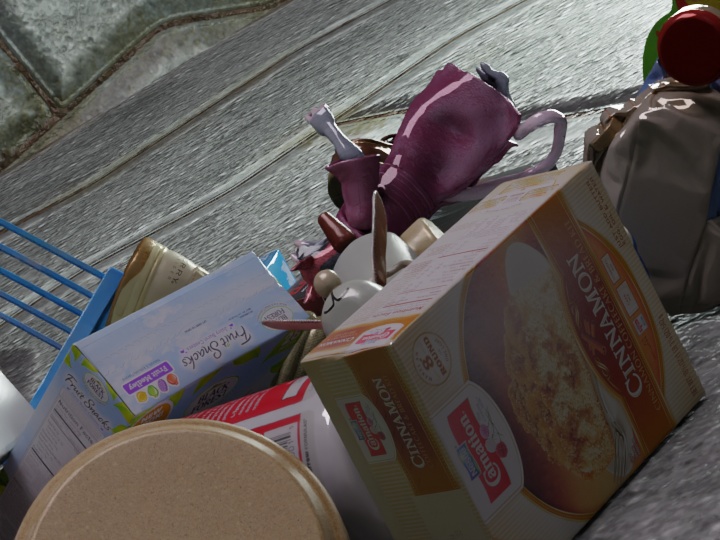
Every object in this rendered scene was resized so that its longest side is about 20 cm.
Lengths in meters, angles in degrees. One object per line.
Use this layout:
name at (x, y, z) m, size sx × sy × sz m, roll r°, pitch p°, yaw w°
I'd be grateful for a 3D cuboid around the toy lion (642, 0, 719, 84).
toy lion at (0.249, -0.136, 1.674) m, size 0.068 × 0.193 × 0.200 m, roll -24°, pitch 9°, yaw -29°

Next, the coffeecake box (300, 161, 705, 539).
coffeecake box at (0.081, 0.059, 1.393) m, size 0.073 × 0.154 × 0.200 m, roll -13°, pitch 21°, yaw 45°

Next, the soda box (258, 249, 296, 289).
soda box at (-0.097, 0.057, 1.944) m, size 0.067 × 0.064 × 0.200 m, roll -24°, pitch 14°, yaw 20°

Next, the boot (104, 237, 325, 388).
boot at (-0.108, 0.082, 1.791) m, size 0.073 × 0.154 × 0.201 m, roll -68°, pitch -2°, yaw -53°

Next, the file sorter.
file sorter at (-0.256, 0.068, 1.845) m, size 0.139 × 0.122 × 0.200 m, roll -62°, pitch -3°, yaw -23°

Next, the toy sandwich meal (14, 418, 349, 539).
toy sandwich meal at (-0.100, 0.176, 1.370) m, size 0.204 × 0.206 × 0.070 m, roll -31°, pitch -25°, yaw -12°

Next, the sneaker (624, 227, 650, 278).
sneaker at (0.101, 0.061, 1.539) m, size 0.200 × 0.089 × 0.079 m, roll -43°, pitch 46°, yaw 5°

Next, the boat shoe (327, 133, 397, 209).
boat shoe at (0.030, -0.073, 1.955) m, size 0.071 × 0.068 × 0.200 m, roll -9°, pitch -14°, yaw 24°

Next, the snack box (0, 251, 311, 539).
snack box at (-0.141, 0.097, 1.648) m, size 0.168 × 0.068 × 0.200 m, roll -29°, pitch -21°, yaw -44°

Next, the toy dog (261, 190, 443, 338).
toy dog at (0.000, 0.000, 1.546) m, size 0.132 × 0.096 × 0.200 m, roll -46°, pitch -5°, yaw -11°

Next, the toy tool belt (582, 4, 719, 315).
toy tool belt at (0.205, -0.079, 1.604) m, size 0.124 × 0.202 × 0.123 m, roll 14°, pitch 24°, yaw 16°

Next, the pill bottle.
pill bottle at (-0.059, 0.130, 1.502) m, size 0.199 × 0.113 × 0.112 m, roll -20°, pitch 16°, yaw 32°

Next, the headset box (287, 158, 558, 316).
headset box at (0.043, 0.006, 1.830) m, size 0.199 × 0.078 × 0.149 m, roll -15°, pitch 19°, yaw 40°

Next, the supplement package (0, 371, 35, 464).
supplement package at (-0.337, 0.121, 1.632) m, size 0.200 × 0.152 × 0.151 m, roll -42°, pitch 0°, yaw 16°

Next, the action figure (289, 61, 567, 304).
action figure at (0.029, -0.043, 1.748) m, size 0.148 × 0.134 × 0.200 m, roll 30°, pitch 64°, yaw 22°
